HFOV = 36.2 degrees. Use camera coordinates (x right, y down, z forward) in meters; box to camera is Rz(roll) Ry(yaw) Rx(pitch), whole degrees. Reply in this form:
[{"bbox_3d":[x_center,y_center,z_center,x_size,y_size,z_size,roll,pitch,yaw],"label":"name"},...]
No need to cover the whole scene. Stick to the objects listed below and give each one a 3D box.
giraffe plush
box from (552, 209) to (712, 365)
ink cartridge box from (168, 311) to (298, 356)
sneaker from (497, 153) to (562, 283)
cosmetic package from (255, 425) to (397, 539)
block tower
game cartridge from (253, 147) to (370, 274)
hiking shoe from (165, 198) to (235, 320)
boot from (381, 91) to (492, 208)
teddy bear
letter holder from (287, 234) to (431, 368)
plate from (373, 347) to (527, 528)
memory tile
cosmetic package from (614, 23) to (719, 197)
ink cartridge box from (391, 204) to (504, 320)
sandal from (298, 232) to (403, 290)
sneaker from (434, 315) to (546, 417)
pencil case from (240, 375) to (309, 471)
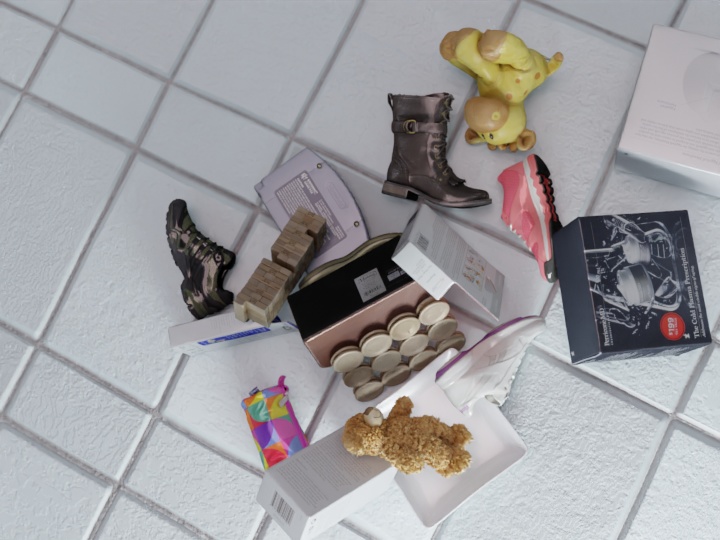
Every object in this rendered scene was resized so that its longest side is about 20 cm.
[{"bbox_3d":[0.214,-0.275,1.730,0.197,0.172,0.165,13,92,-21],"label":"giraffe plush"},{"bbox_3d":[0.394,0.026,1.612,0.179,0.104,0.204,-5,78,-13],"label":"box"},{"bbox_3d":[-0.197,0.093,1.751,0.197,0.099,0.040,-12,76,8],"label":"ink cartridge box"},{"bbox_3d":[0.265,-0.074,1.717,0.086,0.073,0.204,-16,76,28],"label":"sneaker"},{"bbox_3d":[-0.045,0.308,1.622,0.101,0.199,0.072,42,132,26],"label":"cosmetic package"},{"bbox_3d":[-0.121,-0.003,1.706,0.057,0.054,0.201,25,60,15],"label":"block tower"},{"bbox_3d":[-0.072,-0.092,1.795,0.132,0.042,0.202,-32,75,-1],"label":"game cartridge"},{"bbox_3d":[-0.256,-0.026,1.807,0.099,0.076,0.203,-16,85,-1],"label":"hiking shoe"},{"bbox_3d":[0.123,-0.193,1.740,0.197,0.069,0.177,11,94,15],"label":"boot"},{"bbox_3d":[0.073,0.243,1.622,0.197,0.067,0.145,22,44,12],"label":"teddy bear"},{"bbox_3d":[0.012,0.068,1.679,0.198,0.143,0.101,-28,45,2],"label":"letter holder"},{"bbox_3d":[0.124,0.256,1.690,0.199,0.032,0.201,-37,74,3],"label":"plate"},{"bbox_3d":[0.059,0.121,1.673,0.198,0.154,0.017,-29,52,4],"label":"memory tile"},{"bbox_3d":[0.506,-0.234,1.661,0.196,0.123,0.203,17,82,14],"label":"cosmetic package"},{"bbox_3d":[0.135,-0.005,1.644,0.173,0.200,0.044,42,110,-5],"label":"ink cartridge box"},{"bbox_3d":[-0.001,0.001,1.728,0.199,0.080,0.058,-26,73,-9],"label":"sandal"},{"bbox_3d":[0.208,0.143,1.667,0.199,0.075,0.100,-33,85,-15],"label":"sneaker"},{"bbox_3d":[-0.119,0.273,1.709,0.087,0.088,0.203,-23,78,6],"label":"pencil case"}]
